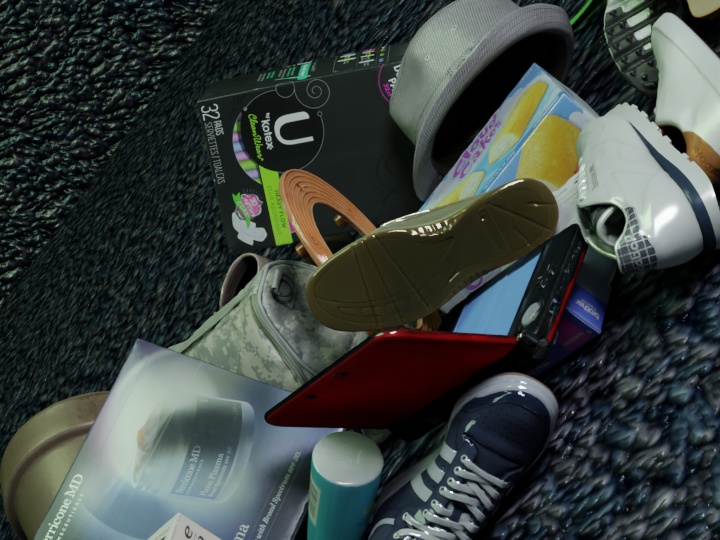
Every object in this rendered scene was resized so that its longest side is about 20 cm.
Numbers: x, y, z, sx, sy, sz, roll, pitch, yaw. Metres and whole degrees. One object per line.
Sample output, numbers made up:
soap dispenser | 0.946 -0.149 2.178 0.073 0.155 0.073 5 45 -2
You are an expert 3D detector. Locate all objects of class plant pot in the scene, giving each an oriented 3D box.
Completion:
plant pot | -0.232 0.242 1.836 0.200 0.199 0.175 -48 36 22

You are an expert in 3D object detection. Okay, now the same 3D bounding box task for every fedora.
fedora | 0.090 -0.160 1.678 0.201 0.090 0.176 -54 -28 14

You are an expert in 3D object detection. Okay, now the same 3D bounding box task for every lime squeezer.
lime squeezer | 0.218 -0.232 1.700 0.071 0.038 0.200 -55 18 1

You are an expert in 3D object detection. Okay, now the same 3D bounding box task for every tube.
tube | -0.020 0.201 1.423 0.078 0.050 0.201 -65 -12 -45

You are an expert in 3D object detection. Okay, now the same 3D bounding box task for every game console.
game console | 0.046 0.040 1.383 0.200 0.118 0.173 -37 23 55

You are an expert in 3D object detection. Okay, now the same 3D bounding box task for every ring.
ring | 0.000 0.000 1.582 0.019 0.200 0.201 -40 21 16

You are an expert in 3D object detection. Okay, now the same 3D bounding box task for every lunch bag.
lunch bag | -0.068 0.089 1.658 0.200 0.167 0.140 -39 23 43

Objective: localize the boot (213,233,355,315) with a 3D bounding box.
boot | -0.071 0.023 1.817 0.070 0.146 0.201 2 64 30

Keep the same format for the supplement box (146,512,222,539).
supplement box | -0.084 0.266 1.319 0.126 0.199 0.074 -41 22 37

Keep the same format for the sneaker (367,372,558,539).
sneaker | 0.064 0.161 1.334 0.200 0.070 0.109 -50 12 40

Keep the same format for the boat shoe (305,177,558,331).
boat shoe | 0.053 -0.013 1.474 0.200 0.074 0.063 -28 5 1

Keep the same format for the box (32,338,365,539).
box | -0.119 0.188 1.511 0.201 0.197 0.123 -64 -24 -21

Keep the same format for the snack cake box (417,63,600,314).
snack cake box | 0.117 -0.063 1.611 0.200 0.067 0.115 -52 18 10

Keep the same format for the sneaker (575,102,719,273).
sneaker | 0.180 -0.056 1.350 0.080 0.077 0.200 -27 23 -3

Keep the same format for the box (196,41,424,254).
box | -0.034 -0.114 1.799 0.198 0.150 0.124 -10 13 4

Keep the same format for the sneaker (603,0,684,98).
sneaker | 0.233 -0.214 1.580 0.066 0.090 0.201 -28 54 22

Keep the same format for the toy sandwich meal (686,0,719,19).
toy sandwich meal | 0.260 -0.295 1.496 0.204 0.070 0.207 -10 76 48

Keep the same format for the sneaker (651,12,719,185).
sneaker | 0.231 -0.122 1.401 0.085 0.073 0.200 -48 20 15

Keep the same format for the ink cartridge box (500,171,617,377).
ink cartridge box | 0.142 0.013 1.449 0.119 0.042 0.201 -40 20 45
